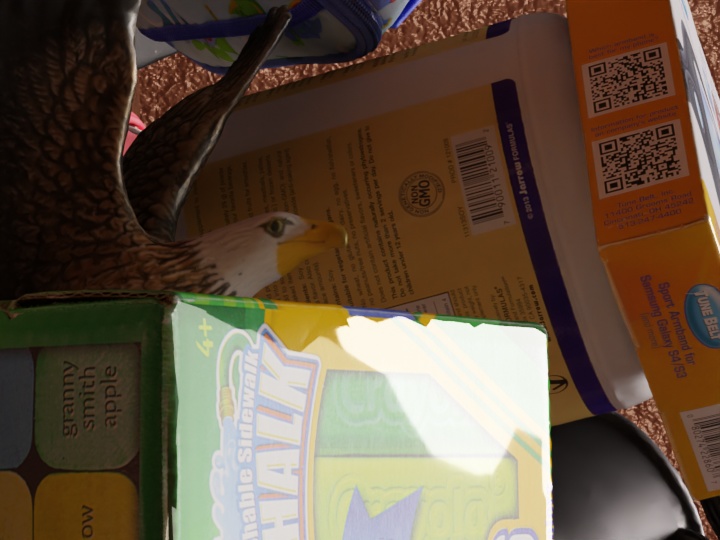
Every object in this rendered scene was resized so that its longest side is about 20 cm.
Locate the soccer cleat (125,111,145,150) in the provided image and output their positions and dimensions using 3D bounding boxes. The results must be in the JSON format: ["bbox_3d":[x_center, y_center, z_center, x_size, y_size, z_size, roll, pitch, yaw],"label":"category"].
[{"bbox_3d":[-0.132,-0.054,1.270,0.200,0.073,0.069,-113,-158,-84],"label":"soccer cleat"}]

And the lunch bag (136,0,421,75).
[{"bbox_3d":[-0.059,-0.145,0.998,0.083,0.161,0.200,-53,-158,-13],"label":"lunch bag"}]

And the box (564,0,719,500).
[{"bbox_3d":[0.104,-0.036,0.897,0.201,0.041,0.119,-89,160,-47],"label":"box"}]

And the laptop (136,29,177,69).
[{"bbox_3d":[-0.152,-0.199,1.354,0.200,0.115,0.188,-35,116,-59],"label":"laptop"}]

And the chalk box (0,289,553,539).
[{"bbox_3d":[-0.056,0.069,0.598,0.200,0.123,0.125,4,84,-56],"label":"chalk box"}]

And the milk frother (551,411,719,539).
[{"bbox_3d":[0.060,0.112,0.997,0.180,0.188,0.201,33,-51,34],"label":"milk frother"}]

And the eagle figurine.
[{"bbox_3d":[-0.077,-0.007,0.802,0.152,0.150,0.201,119,-37,-54],"label":"eagle figurine"}]

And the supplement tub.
[{"bbox_3d":[0.000,0.000,0.956,0.145,0.199,0.146,-15,90,-79],"label":"supplement tub"}]
